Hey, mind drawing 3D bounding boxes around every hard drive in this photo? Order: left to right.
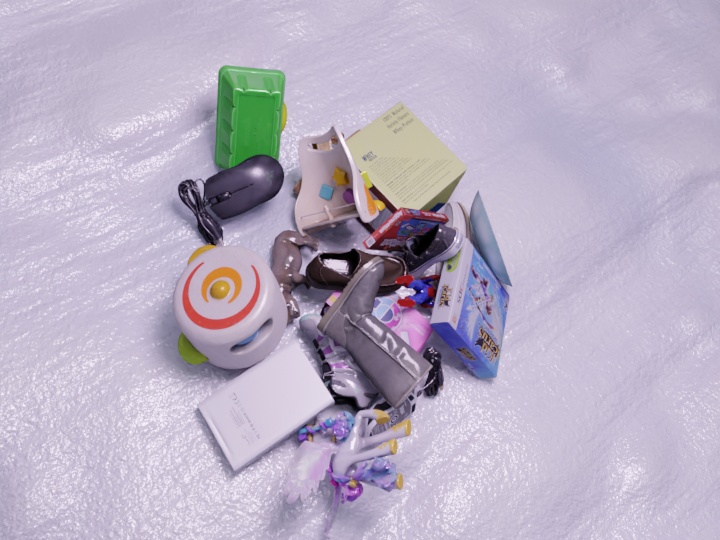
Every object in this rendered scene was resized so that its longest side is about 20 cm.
[{"bbox_3d":[-0.160,0.226,1.254,0.198,0.026,0.133,-32,69,-13],"label":"hard drive"}]

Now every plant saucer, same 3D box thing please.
[{"bbox_3d":[0.254,-0.058,1.484,0.038,0.201,0.205,-20,66,9],"label":"plant saucer"}]

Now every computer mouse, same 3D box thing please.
[{"bbox_3d":[-0.228,-0.144,1.388,0.197,0.053,0.141,-31,105,-9],"label":"computer mouse"},{"bbox_3d":[0.070,0.229,1.322,0.199,0.111,0.044,-37,50,-21],"label":"computer mouse"}]

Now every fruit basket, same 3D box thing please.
[{"bbox_3d":[-0.212,-0.303,1.480,0.152,0.217,0.220,1,62,-16],"label":"fruit basket"}]

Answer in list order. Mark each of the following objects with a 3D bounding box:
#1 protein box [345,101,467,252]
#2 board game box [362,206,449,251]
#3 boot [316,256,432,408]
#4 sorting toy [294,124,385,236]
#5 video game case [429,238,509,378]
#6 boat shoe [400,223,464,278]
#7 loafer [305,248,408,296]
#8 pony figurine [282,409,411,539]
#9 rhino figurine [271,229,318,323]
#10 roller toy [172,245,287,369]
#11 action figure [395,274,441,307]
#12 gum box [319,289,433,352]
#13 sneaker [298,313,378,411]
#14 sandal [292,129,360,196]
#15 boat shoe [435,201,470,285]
[{"bbox_3d":[0.070,-0.191,1.511,0.200,0.135,0.198,45,61,10],"label":"protein box"},{"bbox_3d":[0.090,-0.075,1.416,0.020,0.103,0.199,57,25,17],"label":"board game box"},{"bbox_3d":[0.044,0.104,1.273,0.199,0.072,0.183,39,94,16],"label":"boot"},{"bbox_3d":[-0.051,-0.176,1.406,0.106,0.198,0.184,-29,104,-39],"label":"sorting toy"},{"bbox_3d":[0.212,0.074,1.398,0.200,0.045,0.184,46,50,-39],"label":"video game case"},{"bbox_3d":[0.115,-0.040,1.403,0.065,0.199,0.071,29,67,-19],"label":"boat shoe"},{"bbox_3d":[0.000,0.000,1.349,0.195,0.072,0.075,-2,61,-17],"label":"loafer"},{"bbox_3d":[-0.027,0.312,1.203,0.195,0.168,0.196,-9,42,22],"label":"pony figurine"},{"bbox_3d":[-0.132,0.012,1.389,0.085,0.060,0.204,12,62,-8],"label":"rhino figurine"},{"bbox_3d":[-0.221,0.058,1.264,0.178,0.141,0.204,3,62,11],"label":"roller toy"},{"bbox_3d":[0.136,0.040,1.382,0.096,0.200,0.067,-3,87,17],"label":"action figure"},{"bbox_3d":[0.035,0.100,1.387,0.199,0.066,0.114,40,58,7],"label":"gum box"},{"bbox_3d":[-0.055,0.177,1.315,0.198,0.078,0.141,34,63,9],"label":"sneaker"},{"bbox_3d":[-0.083,-0.246,1.529,0.069,0.078,0.212,41,64,1],"label":"sandal"},{"bbox_3d":[0.183,-0.055,1.507,0.067,0.075,0.204,6,59,-14],"label":"boat shoe"}]
